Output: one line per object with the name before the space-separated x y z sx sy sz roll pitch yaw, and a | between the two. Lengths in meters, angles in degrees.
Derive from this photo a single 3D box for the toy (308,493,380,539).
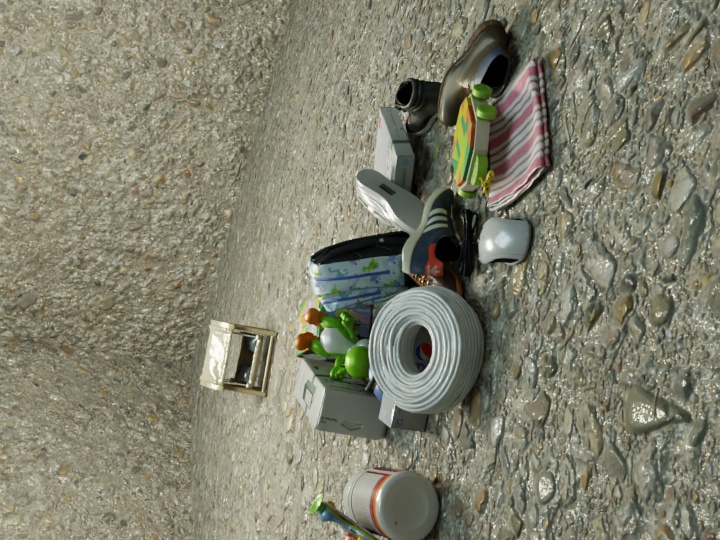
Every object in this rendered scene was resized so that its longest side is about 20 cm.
toy | -0.005 0.446 1.381 0.047 0.200 0.115 -51 10 -19

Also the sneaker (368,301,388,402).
sneaker | 0.058 0.145 1.555 0.078 0.069 0.203 118 155 -53

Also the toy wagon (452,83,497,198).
toy wagon | 0.181 -0.195 1.341 0.202 0.039 0.157 -89 6 -52

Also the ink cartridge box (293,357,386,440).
ink cartridge box | -0.037 0.251 1.663 0.200 0.143 0.086 -146 69 -69

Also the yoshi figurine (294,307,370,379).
yoshi figurine | -0.035 0.150 1.632 0.112 0.197 0.114 -47 -29 -35

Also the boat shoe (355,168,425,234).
boat shoe | 0.060 -0.116 1.608 0.199 0.071 0.066 38 143 28

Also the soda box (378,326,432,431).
soda box | 0.089 0.169 1.448 0.063 0.067 0.204 -163 84 -69

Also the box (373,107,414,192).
box | 0.066 -0.216 1.716 0.202 0.040 0.158 -105 17 -52

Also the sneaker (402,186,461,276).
sneaker | 0.140 -0.061 1.422 0.076 0.083 0.202 82 -152 -47

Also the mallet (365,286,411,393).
mallet | 0.054 0.122 1.495 0.041 0.066 0.202 27 86 37

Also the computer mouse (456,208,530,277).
computer mouse | 0.195 -0.048 1.288 0.200 0.043 0.112 174 107 -71

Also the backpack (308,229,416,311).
backpack | 0.000 0.000 1.592 0.163 0.196 0.157 -114 28 -69

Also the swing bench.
swing bench | -0.379 0.268 2.585 0.129 0.196 0.203 -179 99 -71

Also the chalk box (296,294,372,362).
chalk box | -0.050 0.118 1.809 0.200 0.122 0.127 145 133 -63

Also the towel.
towel | 0.235 -0.207 1.279 0.146 0.029 0.204 133 143 -57

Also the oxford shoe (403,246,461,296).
oxford shoe | 0.119 0.019 1.432 0.201 0.072 0.072 -110 36 -57

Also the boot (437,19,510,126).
boot | 0.188 -0.310 1.407 0.098 0.073 0.202 -98 27 -50

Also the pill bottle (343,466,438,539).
pill bottle | 0.044 0.386 1.401 0.200 0.107 0.112 153 125 -68

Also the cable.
cable | 0.101 0.123 1.333 0.201 0.068 0.201 -54 50 25

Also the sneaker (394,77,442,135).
sneaker | 0.102 -0.321 1.628 0.200 0.097 0.072 152 124 -69
